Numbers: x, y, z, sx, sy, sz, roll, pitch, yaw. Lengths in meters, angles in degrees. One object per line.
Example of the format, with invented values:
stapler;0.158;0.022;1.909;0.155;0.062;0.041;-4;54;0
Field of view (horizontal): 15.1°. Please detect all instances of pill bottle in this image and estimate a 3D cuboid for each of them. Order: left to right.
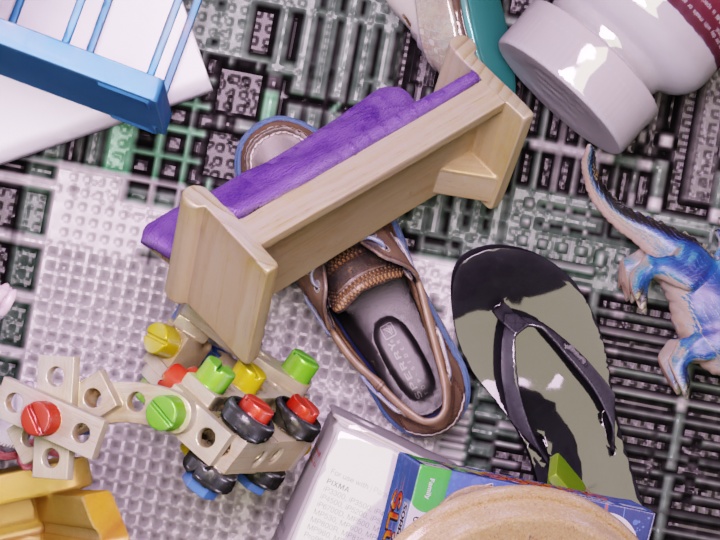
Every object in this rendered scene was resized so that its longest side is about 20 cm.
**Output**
pill bottle;0.173;-0.167;1.475;0.110;0.110;0.200;42;85;-1

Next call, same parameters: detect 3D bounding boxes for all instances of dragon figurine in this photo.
dragon figurine;0.198;0.005;1.503;0.099;0.059;0.201;-28;91;-2

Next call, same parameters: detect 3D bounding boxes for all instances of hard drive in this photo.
hard drive;-0.197;-0.130;1.510;0.199;0.025;0.133;-19;89;-1

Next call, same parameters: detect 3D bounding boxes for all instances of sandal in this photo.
sandal;0.112;0.076;1.507;0.076;0.043;0.201;-24;90;-2

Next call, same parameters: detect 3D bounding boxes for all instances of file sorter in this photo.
file sorter;-0.179;-0.169;1.432;0.199;0.139;0.123;20;85;-1

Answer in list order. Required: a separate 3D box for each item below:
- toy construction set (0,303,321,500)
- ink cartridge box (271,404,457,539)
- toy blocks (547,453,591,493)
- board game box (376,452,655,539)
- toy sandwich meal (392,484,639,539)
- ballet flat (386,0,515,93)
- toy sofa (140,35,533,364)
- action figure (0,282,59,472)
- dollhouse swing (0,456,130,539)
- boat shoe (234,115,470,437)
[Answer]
toy construction set;-0.094;0.064;1.419;0.131;0.200;0.092;40;116;18
ink cartridge box;-0.017;0.182;1.451;0.083;0.145;0.201;23;89;-2
toy blocks;0.112;0.218;1.483;0.136;0.100;0.200;-34;106;19
board game box;0.061;0.204;1.379;0.135;0.034;0.201;12;94;-20
toy sandwich meal;0.069;0.200;1.329;0.204;0.070;0.207;-2;95;-20
ballet flat;0.039;-0.176;1.509;0.062;0.067;0.201;-12;86;26
toy sofa;-0.015;-0.049;1.422;0.200;0.083;0.098;-31;66;-30
action figure;-0.250;0.058;1.445;0.200;0.134;0.149;35;78;11
dollhouse swing;-0.192;0.212;1.433;0.181;0.176;0.201;-12;91;-2
boat shoe;0.000;0.000;1.490;0.072;0.072;0.200;-35;90;-1
